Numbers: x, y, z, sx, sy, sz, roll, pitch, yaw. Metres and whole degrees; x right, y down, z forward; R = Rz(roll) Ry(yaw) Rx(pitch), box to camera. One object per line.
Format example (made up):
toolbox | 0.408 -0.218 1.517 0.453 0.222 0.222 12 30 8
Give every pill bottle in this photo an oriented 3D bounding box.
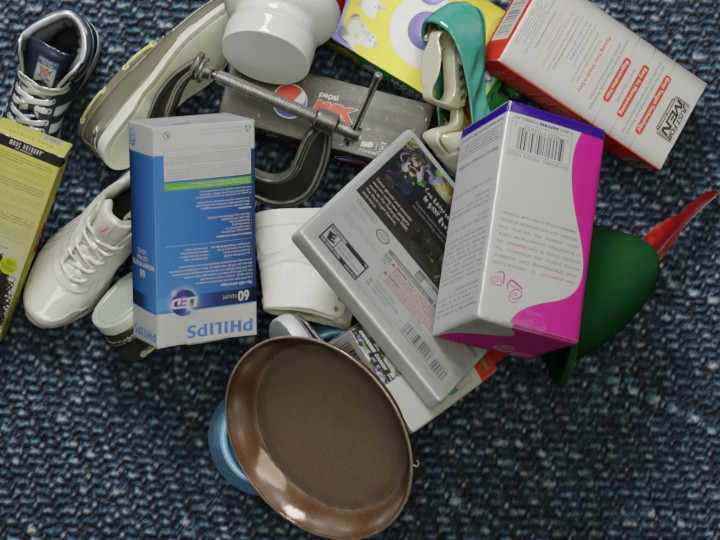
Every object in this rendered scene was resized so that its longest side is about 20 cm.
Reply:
pill bottle | -0.063 -0.280 1.679 0.112 0.112 0.200 17 65 -4

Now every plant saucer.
plant saucer | -0.032 0.146 1.616 0.200 0.200 0.032 56 40 1

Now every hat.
hat | 0.272 0.012 1.688 0.176 0.166 0.200 3 86 -5

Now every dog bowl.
dog bowl | -0.054 0.131 1.708 0.200 0.050 0.112 -39 90 -6

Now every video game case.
video game case | 0.054 -0.005 1.641 0.200 0.023 0.182 50 52 -6

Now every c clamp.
c clamp | -0.095 -0.142 1.662 0.200 0.027 0.171 18 124 0

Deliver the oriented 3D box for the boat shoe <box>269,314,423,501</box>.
boat shoe | -0.009 0.119 1.659 0.066 0.070 0.200 -31 84 -29

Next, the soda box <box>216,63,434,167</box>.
soda box | -0.035 -0.147 1.723 0.200 0.063 0.071 15 83 -4

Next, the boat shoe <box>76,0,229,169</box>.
boat shoe | -0.189 -0.188 1.709 0.060 0.072 0.202 37 82 35

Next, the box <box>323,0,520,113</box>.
box | 0.071 -0.224 1.748 0.200 0.048 0.117 31 84 -4

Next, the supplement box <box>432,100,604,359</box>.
supplement box | 0.141 -0.033 1.604 0.101 0.103 0.200 16 72 -19

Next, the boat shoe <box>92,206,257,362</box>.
boat shoe | -0.168 0.003 1.703 0.200 0.076 0.060 -42 130 -16

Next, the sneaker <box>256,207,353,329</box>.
sneaker | 0.000 0.000 1.702 0.200 0.074 0.116 -3 79 -7

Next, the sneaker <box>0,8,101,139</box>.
sneaker | -0.303 -0.153 1.677 0.070 0.109 0.200 22 84 -2

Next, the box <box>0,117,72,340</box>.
box | -0.333 -0.034 1.661 0.075 0.050 0.200 21 106 -3

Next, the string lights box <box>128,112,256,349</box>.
string lights box | -0.151 -0.037 1.622 0.103 0.059 0.200 -7 105 -30

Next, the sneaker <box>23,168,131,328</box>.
sneaker | -0.245 -0.031 1.677 0.078 0.099 0.200 39 83 -2

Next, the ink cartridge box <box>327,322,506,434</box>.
ink cartridge box | 0.067 0.069 1.671 0.200 0.050 0.109 -31 89 -42

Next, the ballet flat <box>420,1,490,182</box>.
ballet flat | 0.087 -0.150 1.685 0.070 0.067 0.200 -12 100 -32

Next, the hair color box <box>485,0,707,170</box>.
hair color box | 0.222 -0.189 1.727 0.200 0.061 0.102 32 83 -17
